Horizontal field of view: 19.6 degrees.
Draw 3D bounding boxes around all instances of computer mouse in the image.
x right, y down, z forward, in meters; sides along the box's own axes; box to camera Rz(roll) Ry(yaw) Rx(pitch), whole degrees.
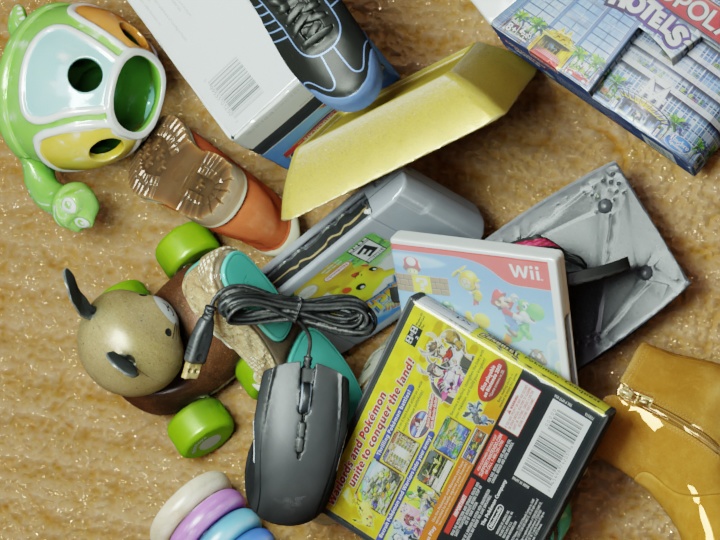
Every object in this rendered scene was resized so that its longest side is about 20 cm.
[{"bbox_3d":[-0.073,0.108,1.608,0.140,0.046,0.200,12,108,-10],"label":"computer mouse"}]

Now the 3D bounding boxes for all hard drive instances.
[{"bbox_3d":[0.158,0.018,1.685,0.200,0.042,0.135,-35,69,16],"label":"hard drive"}]

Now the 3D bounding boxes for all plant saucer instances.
[{"bbox_3d":[0.033,-0.122,1.679,0.200,0.200,0.048,-25,98,18],"label":"plant saucer"}]

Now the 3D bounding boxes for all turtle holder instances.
[{"bbox_3d":[-0.250,-0.144,1.829,0.132,0.141,0.186,10,59,37],"label":"turtle holder"}]

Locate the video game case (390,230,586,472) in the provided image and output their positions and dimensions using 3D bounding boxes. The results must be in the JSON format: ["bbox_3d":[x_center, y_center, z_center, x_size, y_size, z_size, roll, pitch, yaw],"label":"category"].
[{"bbox_3d":[0.101,0.067,1.632,0.143,0.017,0.200,8,122,29],"label":"video game case"}]

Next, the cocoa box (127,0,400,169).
[{"bbox_3d":[-0.088,-0.207,1.784,0.133,0.131,0.200,-41,68,9],"label":"cocoa box"}]

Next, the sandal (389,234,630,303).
[{"bbox_3d":[0.113,-0.003,1.643,0.200,0.075,0.045,-5,90,27],"label":"sandal"}]

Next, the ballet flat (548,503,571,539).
[{"bbox_3d":[0.077,0.183,1.682,0.200,0.070,0.067,9,114,22],"label":"ballet flat"}]

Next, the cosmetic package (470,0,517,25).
[{"bbox_3d":[0.099,-0.297,1.751,0.102,0.074,0.200,-41,69,13],"label":"cosmetic package"}]

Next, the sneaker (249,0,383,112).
[{"bbox_3d":[-0.055,-0.213,1.657,0.070,0.078,0.200,-37,68,7],"label":"sneaker"}]

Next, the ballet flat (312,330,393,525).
[{"bbox_3d":[0.011,0.124,1.722,0.067,0.062,0.200,29,93,24],"label":"ballet flat"}]

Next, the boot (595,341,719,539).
[{"bbox_3d":[0.238,0.164,1.608,0.144,0.071,0.201,18,78,22],"label":"boot"}]

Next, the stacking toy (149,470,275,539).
[{"bbox_3d":[-0.082,0.262,1.736,0.200,0.085,0.085,44,100,19],"label":"stacking toy"}]

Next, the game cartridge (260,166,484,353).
[{"bbox_3d":[0.000,0.000,1.707,0.200,0.133,0.040,-39,56,22],"label":"game cartridge"}]

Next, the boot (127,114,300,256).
[{"bbox_3d":[-0.129,-0.069,1.813,0.075,0.107,0.200,-58,37,4],"label":"boot"}]

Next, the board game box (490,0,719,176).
[{"bbox_3d":[0.244,-0.214,1.665,0.200,0.062,0.200,37,90,22],"label":"board game box"}]

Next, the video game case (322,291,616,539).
[{"bbox_3d":[0.077,0.146,1.621,0.181,0.025,0.200,31,111,16],"label":"video game case"}]

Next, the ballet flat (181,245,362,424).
[{"bbox_3d":[-0.071,0.060,1.664,0.065,0.200,0.071,-14,31,42],"label":"ballet flat"}]

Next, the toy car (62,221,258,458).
[{"bbox_3d":[-0.173,0.049,1.741,0.158,0.200,0.164,-41,68,13],"label":"toy car"}]
